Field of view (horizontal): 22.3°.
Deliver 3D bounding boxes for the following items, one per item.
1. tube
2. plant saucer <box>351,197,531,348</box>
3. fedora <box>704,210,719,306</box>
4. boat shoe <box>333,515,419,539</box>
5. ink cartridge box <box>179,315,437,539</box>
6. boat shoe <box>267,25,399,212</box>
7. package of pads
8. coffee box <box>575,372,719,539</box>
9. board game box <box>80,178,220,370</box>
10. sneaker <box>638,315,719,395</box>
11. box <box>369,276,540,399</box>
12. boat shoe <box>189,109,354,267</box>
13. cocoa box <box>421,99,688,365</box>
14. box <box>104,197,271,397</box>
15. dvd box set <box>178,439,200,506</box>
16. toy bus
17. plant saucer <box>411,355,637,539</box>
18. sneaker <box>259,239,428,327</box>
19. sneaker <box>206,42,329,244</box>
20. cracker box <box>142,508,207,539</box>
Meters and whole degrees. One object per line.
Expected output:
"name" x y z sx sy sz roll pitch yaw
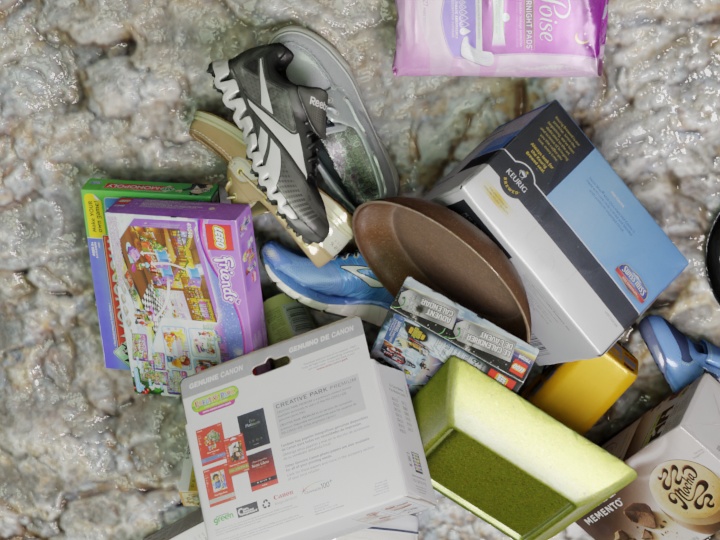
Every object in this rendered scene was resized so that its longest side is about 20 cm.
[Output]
"tube" -0.044 0.117 1.763 0.058 0.052 0.200 -39 64 29
"plant saucer" 0.081 0.000 1.648 0.200 0.200 0.037 45 67 -6
"fedora" 0.419 0.002 1.683 0.200 0.092 0.201 2 107 8
"boat shoe" -0.026 0.278 1.792 0.074 0.202 0.086 -10 74 46
"ink cartridge box" -0.051 0.158 1.679 0.199 0.084 0.176 -20 71 18
"boat shoe" -0.026 -0.138 1.722 0.070 0.072 0.201 -28 101 16
"package of pads" 0.126 -0.238 1.667 0.199 0.076 0.121 1 110 9
"coffee box" 0.293 0.196 1.725 0.113 0.080 0.200 41 138 -6
"board game box" -0.196 0.008 1.792 0.134 0.029 0.201 3 118 13
"sneaker" 0.346 0.104 1.741 0.200 0.074 0.082 43 106 -13
"box" 0.077 0.089 1.694 0.137 0.200 0.040 29 66 4
"boat shoe" -0.093 -0.078 1.726 0.200 0.074 0.066 37 89 19
"cocoa box" 0.172 -0.032 1.669 0.131 0.133 0.200 -43 98 -20
"box" -0.163 0.030 1.749 0.136 0.039 0.201 5 118 19
"dvd box set" -0.070 0.164 1.789 0.199 0.147 0.029 0 140 10
"toy bus" 0.182 0.144 1.772 0.065 0.078 0.200 39 109 -4
"plant saucer" 0.128 0.182 1.688 0.199 0.048 0.200 32 152 -2
"sneaker" 0.000 0.000 1.766 0.199 0.079 0.089 16 102 -5
"sneaker" -0.062 -0.123 1.656 0.090 0.066 0.201 -29 74 11
"cracker box" -0.116 0.299 1.878 0.200 0.058 0.134 -28 101 17
